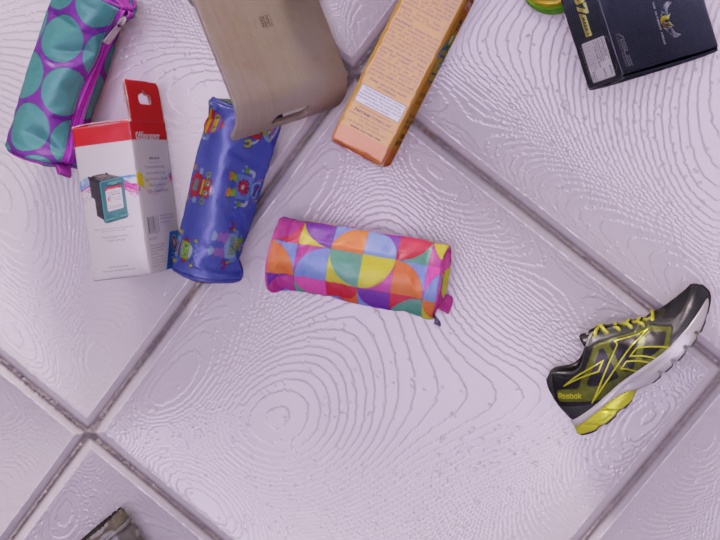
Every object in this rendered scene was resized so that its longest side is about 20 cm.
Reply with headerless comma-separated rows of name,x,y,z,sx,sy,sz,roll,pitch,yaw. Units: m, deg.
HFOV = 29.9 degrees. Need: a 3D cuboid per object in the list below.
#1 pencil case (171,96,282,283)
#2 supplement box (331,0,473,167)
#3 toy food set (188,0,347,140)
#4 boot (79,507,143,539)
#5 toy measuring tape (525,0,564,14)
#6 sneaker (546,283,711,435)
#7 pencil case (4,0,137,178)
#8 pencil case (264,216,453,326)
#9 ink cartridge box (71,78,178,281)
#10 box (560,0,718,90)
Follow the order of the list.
pencil case,-0.141,-0.084,1.427,0.078,0.087,0.201,21,99,42
supplement box,0.044,-0.209,1.392,0.068,0.067,0.201,26,99,5
toy food set,-0.110,-0.246,1.386,0.143,0.060,0.201,-22,90,-34
boot,-0.261,0.389,1.502,0.182,0.073,0.200,-38,96,12
toy measuring tape,0.172,-0.325,1.365,0.073,0.074,0.201,-36,80,10
sneaker,0.273,0.079,1.379,0.085,0.074,0.200,44,100,3
pencil case,-0.309,-0.208,1.436,0.092,0.085,0.201,27,101,32
pencil case,0.000,0.000,1.411,0.199,0.088,0.089,12,97,8
ink cartridge box,-0.247,-0.096,1.422,0.067,0.116,0.202,-6,94,10
box,0.259,-0.289,1.312,0.051,0.157,0.201,-14,94,52
